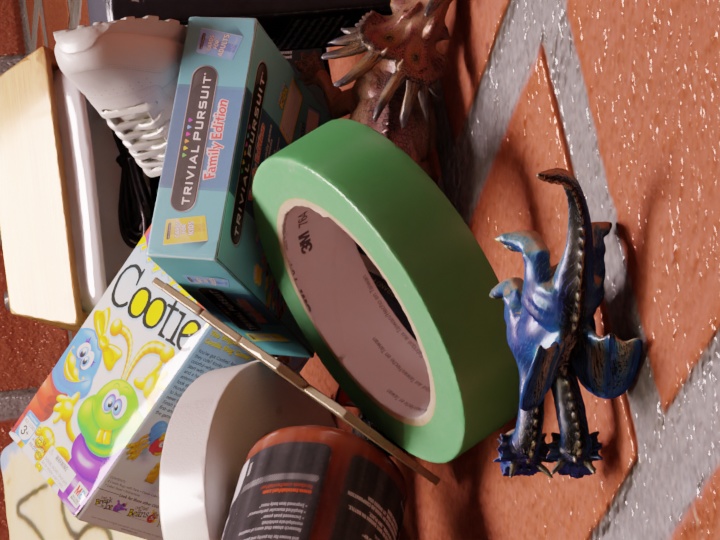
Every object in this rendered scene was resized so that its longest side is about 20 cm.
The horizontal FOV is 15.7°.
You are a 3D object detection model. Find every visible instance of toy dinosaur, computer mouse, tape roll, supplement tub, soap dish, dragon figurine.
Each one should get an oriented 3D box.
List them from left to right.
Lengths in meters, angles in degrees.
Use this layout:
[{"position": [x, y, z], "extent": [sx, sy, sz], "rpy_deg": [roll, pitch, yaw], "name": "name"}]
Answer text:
[{"position": [-0.209, -0.048, 1.900], "extent": [0.157, 0.081, 0.201], "rpy_deg": [26, -125, -75], "name": "soap dish"}, {"position": [-0.108, -0.107, 1.810], "extent": [0.200, 0.046, 0.141], "rpy_deg": [-28, 67, 49], "name": "computer mouse"}, {"position": [-0.062, 0.158, 1.676], "extent": [0.203, 0.037, 0.204], "rpy_deg": [34, -130, -54], "name": "tape roll"}, {"position": [-0.040, 0.196, 1.547], "extent": [0.107, 0.106, 0.201], "rpy_deg": [99, -175, -48], "name": "supplement tub"}, {"position": [0.015, -0.075, 1.545], "extent": [0.136, 0.085, 0.201], "rpy_deg": [168, 99, -80], "name": "toy dinosaur"}, {"position": [0.015, 0.012, 1.484], "extent": [0.201, 0.048, 0.201], "rpy_deg": [48, 158, 26], "name": "tape roll"}, {"position": [0.100, 0.032, 1.268], "extent": [0.200, 0.058, 0.100], "rpy_deg": [106, 156, -59], "name": "dragon figurine"}]

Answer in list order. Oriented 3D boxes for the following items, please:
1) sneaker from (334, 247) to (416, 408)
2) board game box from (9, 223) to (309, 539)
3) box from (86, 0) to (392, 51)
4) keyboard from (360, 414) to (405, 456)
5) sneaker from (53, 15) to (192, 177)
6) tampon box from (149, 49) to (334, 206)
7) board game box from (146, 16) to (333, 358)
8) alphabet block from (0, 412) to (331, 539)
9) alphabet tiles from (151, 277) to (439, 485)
[{"position": [0.000, 0.000, 1.655], "extent": [0.075, 0.084, 0.201], "rpy_deg": [103, 159, -54], "name": "sneaker"}, {"position": [-0.128, 0.071, 1.779], "extent": [0.200, 0.105, 0.103], "rpy_deg": [-54, 49, 10], "name": "board game box"}, {"position": [-0.077, -0.218, 1.653], "extent": [0.104, 0.199, 0.149], "rpy_deg": [139, 125, -76], "name": "box"}, {"position": [-0.004, 0.024, 1.789], "extent": [0.104, 0.039, 0.201], "rpy_deg": [-166, 72, -76], "name": "keyboard"}, {"position": [-0.123, -0.102, 1.602], "extent": [0.200, 0.076, 0.081], "rpy_deg": [23, -113, -63], "name": "sneaker"}, {"position": [-0.089, -0.071, 1.938], "extent": [0.150, 0.125, 0.201], "rpy_deg": [113, 150, -65], "name": "tampon box"}, {"position": [-0.066, -0.048, 1.615], "extent": [0.200, 0.047, 0.152], "rpy_deg": [49, -133, -65], "name": "board game box"}, {"position": [-0.135, 0.205, 1.956], "extent": [0.195, 0.196, 0.201], "rpy_deg": [-32, 58, 42], "name": "alphabet block"}, {"position": [-0.038, 0.067, 1.570], "extent": [0.166, 0.006, 0.200], "rpy_deg": [34, 176, 34], "name": "alphabet tiles"}]
